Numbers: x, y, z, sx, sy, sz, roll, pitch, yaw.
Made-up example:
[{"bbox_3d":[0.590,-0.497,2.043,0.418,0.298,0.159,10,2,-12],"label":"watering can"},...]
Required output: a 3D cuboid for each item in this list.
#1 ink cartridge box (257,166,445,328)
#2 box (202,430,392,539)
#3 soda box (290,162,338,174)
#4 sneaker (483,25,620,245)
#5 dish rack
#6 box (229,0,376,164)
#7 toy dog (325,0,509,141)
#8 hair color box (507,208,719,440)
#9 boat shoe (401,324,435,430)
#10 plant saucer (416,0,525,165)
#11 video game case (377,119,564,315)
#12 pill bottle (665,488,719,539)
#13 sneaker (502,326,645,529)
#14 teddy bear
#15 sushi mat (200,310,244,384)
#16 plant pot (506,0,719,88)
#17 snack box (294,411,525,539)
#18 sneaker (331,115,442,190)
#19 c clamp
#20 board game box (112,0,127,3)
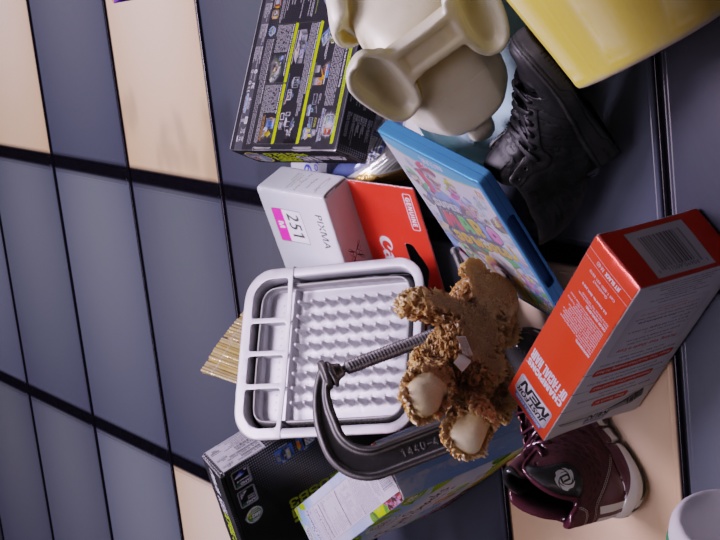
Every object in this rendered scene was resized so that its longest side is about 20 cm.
[{"bbox_3d":[0.000,0.000,1.586,0.173,0.044,0.201,12,133,41],"label":"ink cartridge box"},{"bbox_3d":[-0.051,0.213,1.650,0.047,0.199,0.194,38,151,45],"label":"box"},{"bbox_3d":[-0.028,-0.116,1.650,0.068,0.063,0.201,32,128,46],"label":"soda box"},{"bbox_3d":[0.142,-0.107,1.303,0.104,0.200,0.060,-33,48,13],"label":"sneaker"},{"bbox_3d":[-0.023,0.080,1.544,0.199,0.044,0.173,-6,69,29],"label":"dish rack"},{"bbox_3d":[-0.042,-0.205,1.554,0.160,0.044,0.201,4,80,46],"label":"box"},{"bbox_3d":[0.049,-0.217,1.353,0.139,0.194,0.200,-42,43,14],"label":"toy dog"},{"bbox_3d":[0.210,0.046,1.308,0.064,0.110,0.200,55,142,29],"label":"hair color box"},{"bbox_3d":[0.071,0.086,1.550,0.200,0.060,0.074,-52,32,39],"label":"boat shoe"},{"bbox_3d":[0.113,-0.189,1.400,0.200,0.027,0.201,0,90,50],"label":"plant saucer"},{"bbox_3d":[0.104,-0.042,1.416,0.143,0.018,0.200,33,165,47],"label":"video game case"},{"bbox_3d":[0.287,0.286,1.286,0.113,0.112,0.201,36,131,45],"label":"pill bottle"},{"bbox_3d":[0.158,0.142,1.421,0.200,0.115,0.076,56,143,26],"label":"sneaker"},{"bbox_3d":[0.083,0.079,1.393,0.067,0.145,0.201,-44,31,40],"label":"teddy bear"},{"bbox_3d":[-0.066,0.092,1.627,0.199,0.096,0.012,15,147,37],"label":"sushi mat"},{"bbox_3d":[0.173,-0.247,1.184,0.200,0.200,0.190,-19,102,58],"label":"plant pot"},{"bbox_3d":[0.050,0.201,1.562,0.068,0.168,0.200,62,145,15],"label":"snack box"},{"bbox_3d":[0.034,-0.133,1.552,0.200,0.075,0.089,-29,70,48],"label":"sneaker"},{"bbox_3d":[0.040,0.094,1.460,0.171,0.199,0.027,62,167,13],"label":"c clamp"},{"bbox_3d":[-0.145,-0.399,1.583,0.200,0.199,0.201,-13,92,58],"label":"board game box"}]
